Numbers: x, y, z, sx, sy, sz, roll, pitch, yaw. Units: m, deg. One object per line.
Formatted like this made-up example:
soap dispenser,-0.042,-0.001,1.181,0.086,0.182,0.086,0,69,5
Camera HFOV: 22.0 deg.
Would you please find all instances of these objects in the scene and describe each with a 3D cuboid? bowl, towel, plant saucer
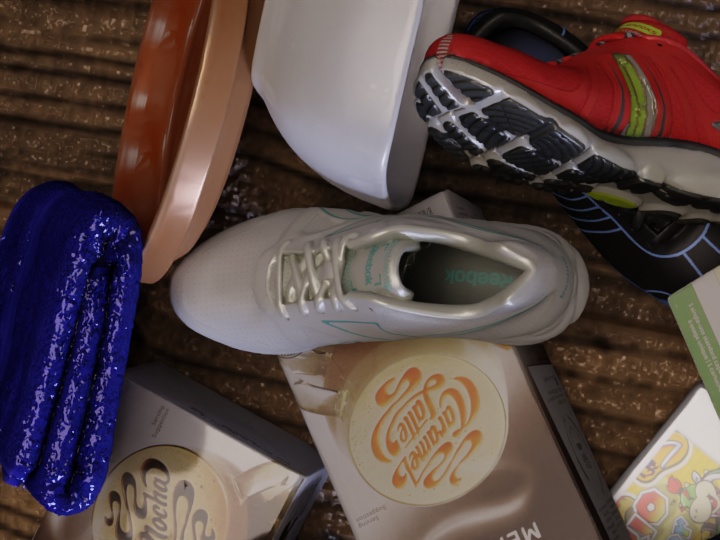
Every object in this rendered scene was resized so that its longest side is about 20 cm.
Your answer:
bowl,0.005,-0.132,0.865,0.074,0.200,0.200,11,89,6
towel,-0.156,0.031,0.911,0.049,0.200,0.148,8,93,-19
plant saucer,-0.082,-0.091,0.899,0.032,0.200,0.201,13,94,-17

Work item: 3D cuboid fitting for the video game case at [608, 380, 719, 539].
video game case,0.179,0.188,0.925,0.182,0.023,0.200,39,98,9

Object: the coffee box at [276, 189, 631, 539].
coffee box,0.043,0.077,0.912,0.114,0.080,0.200,-27,77,12

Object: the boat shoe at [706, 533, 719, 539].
boat shoe,0.175,0.169,0.879,0.200,0.069,0.084,-30,85,9

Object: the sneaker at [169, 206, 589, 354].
sneaker,0.000,0.000,0.851,0.200,0.080,0.071,-3,83,17

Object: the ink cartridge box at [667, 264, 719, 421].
ink cartridge box,0.252,0.028,0.814,0.200,0.048,0.146,-34,59,26

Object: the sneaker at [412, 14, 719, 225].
sneaker,0.109,-0.078,0.836,0.200,0.077,0.085,15,76,-31

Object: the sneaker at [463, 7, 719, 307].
sneaker,0.122,-0.050,0.906,0.200,0.078,0.070,45,98,8

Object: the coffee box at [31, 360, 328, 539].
coffee box,-0.112,0.162,0.958,0.113,0.080,0.200,29,96,9
